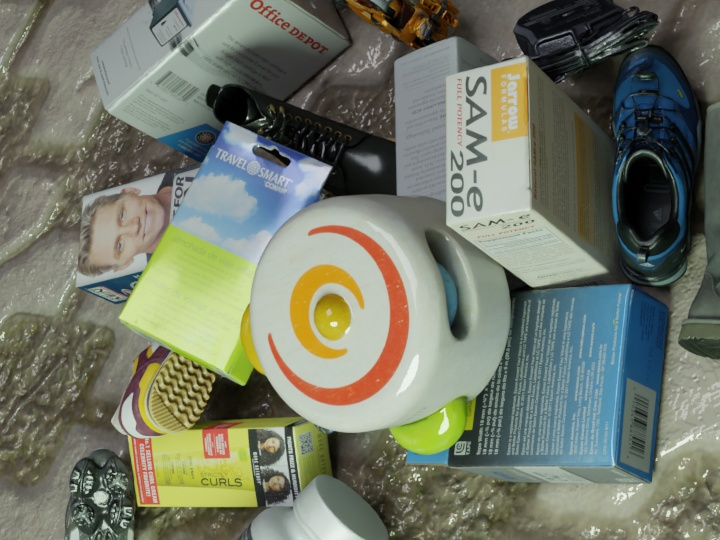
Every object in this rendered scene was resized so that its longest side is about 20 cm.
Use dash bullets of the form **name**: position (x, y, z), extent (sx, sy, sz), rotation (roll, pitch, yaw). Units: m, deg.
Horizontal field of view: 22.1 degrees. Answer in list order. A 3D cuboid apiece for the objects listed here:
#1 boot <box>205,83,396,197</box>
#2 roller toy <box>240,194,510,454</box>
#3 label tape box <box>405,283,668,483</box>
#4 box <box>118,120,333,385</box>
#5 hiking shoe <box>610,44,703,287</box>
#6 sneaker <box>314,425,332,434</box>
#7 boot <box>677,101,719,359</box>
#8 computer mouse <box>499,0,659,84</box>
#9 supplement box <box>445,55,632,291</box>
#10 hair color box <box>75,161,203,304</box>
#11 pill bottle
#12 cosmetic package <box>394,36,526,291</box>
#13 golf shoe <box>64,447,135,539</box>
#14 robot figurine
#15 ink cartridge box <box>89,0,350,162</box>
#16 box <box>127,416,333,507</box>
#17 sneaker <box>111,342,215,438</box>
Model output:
- **boot**: position (-0.037, -0.107, 1.639), extent (0.199, 0.138, 0.078), rotation (16, 83, 40)
- **roller toy**: position (0.010, 0.031, 1.437), extent (0.200, 0.139, 0.183), rotation (33, 110, 30)
- **label tape box**: position (0.140, 0.093, 1.471), extent (0.199, 0.063, 0.145), rotation (-4, 71, 40)
- **box**: position (-0.111, -0.016, 1.603), extent (0.121, 0.048, 0.201), rotation (24, 81, 22)
- **hiking shoe**: position (0.233, -0.091, 1.440), extent (0.074, 0.087, 0.201), rotation (-4, 71, 11)
- **sneaker**: position (-0.029, 0.072, 1.616), extent (0.085, 0.077, 0.200), rotation (-23, 34, -11)
- **boot**: position (0.324, -0.034, 1.378), extent (0.181, 0.072, 0.201), rotation (4, 69, 38)
- **computer mouse**: position (0.173, -0.181, 1.506), extent (0.138, 0.053, 0.200), rotation (-20, 16, 8)
- **supplement box**: position (0.141, -0.065, 1.436), extent (0.073, 0.200, 0.127), rotation (-11, 66, 28)
- **hair color box**: position (-0.183, -0.038, 1.783), extent (0.199, 0.060, 0.101), rotation (-14, 65, 35)
- **pill bottle**: position (-0.070, 0.269, 1.539), extent (0.200, 0.110, 0.111), rotation (-49, 50, 15)
- **cosmetic package**: position (0.085, -0.084, 1.559), extent (0.074, 0.101, 0.201), rotation (-18, 64, 34)
- **golf shoe**: position (-0.243, 0.263, 1.718), extent (0.094, 0.077, 0.201), rotation (-127, 47, -79)
- **robot figurine**: position (0.012, -0.255, 1.660), extent (0.058, 0.145, 0.200), rotation (-56, 42, 4)
- **ink cartridge box**: position (-0.134, -0.210, 1.751), extent (0.200, 0.146, 0.086), rotation (-39, 51, 20)
- **box**: position (-0.117, 0.171, 1.643), extent (0.199, 0.050, 0.076), rotation (-4, 94, 38)
- **sneaker**: position (-0.158, 0.069, 1.680), extent (0.090, 0.075, 0.200), rotation (-14, 32, 46)
